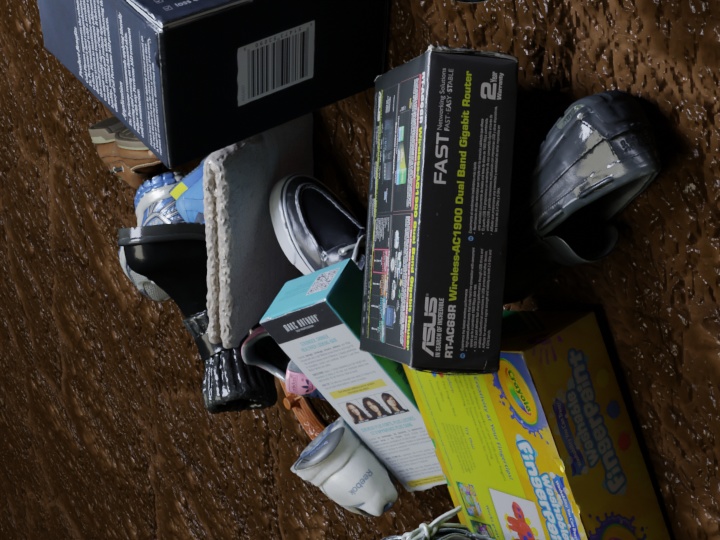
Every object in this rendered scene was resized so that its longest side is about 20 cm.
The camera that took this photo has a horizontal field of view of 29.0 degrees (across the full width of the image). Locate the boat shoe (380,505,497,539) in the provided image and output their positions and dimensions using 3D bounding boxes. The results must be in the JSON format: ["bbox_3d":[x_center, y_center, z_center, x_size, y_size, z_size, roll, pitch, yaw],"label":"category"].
[{"bbox_3d":[0.063,0.219,1.041,0.199,0.073,0.069,8,126,58],"label":"boat shoe"}]

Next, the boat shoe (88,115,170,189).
[{"bbox_3d":[-0.218,-0.123,1.430,0.200,0.071,0.069,21,134,64],"label":"boat shoe"}]

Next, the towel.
[{"bbox_3d":[-0.086,-0.040,1.189,0.034,0.133,0.202,20,132,22],"label":"towel"}]

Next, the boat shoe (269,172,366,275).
[{"bbox_3d":[0.000,0.000,1.138,0.201,0.071,0.068,59,148,3],"label":"boat shoe"}]

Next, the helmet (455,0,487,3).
[{"bbox_3d":[0.054,-0.253,0.737,0.200,0.189,0.203,-34,48,48],"label":"helmet"}]

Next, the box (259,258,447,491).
[{"bbox_3d":[0.016,0.087,1.103,0.082,0.049,0.201,-19,119,44],"label":"box"}]

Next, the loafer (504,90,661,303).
[{"bbox_3d":[0.131,-0.031,0.896,0.071,0.067,0.201,63,149,24],"label":"loafer"}]

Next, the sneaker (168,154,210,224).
[{"bbox_3d":[-0.115,-0.078,1.293,0.079,0.066,0.200,55,152,-3],"label":"sneaker"}]

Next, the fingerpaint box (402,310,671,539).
[{"bbox_3d":[0.127,0.133,1.018,0.166,0.073,0.202,-3,111,61],"label":"fingerpaint box"}]

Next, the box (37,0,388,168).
[{"bbox_3d":[-0.113,-0.203,1.045,0.196,0.198,0.125,43,145,35],"label":"box"}]

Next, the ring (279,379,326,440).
[{"bbox_3d":[-0.037,0.107,1.336,0.200,0.019,0.202,39,141,41],"label":"ring"}]

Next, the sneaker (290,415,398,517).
[{"bbox_3d":[-0.010,0.176,1.203,0.087,0.075,0.200,44,179,2],"label":"sneaker"}]

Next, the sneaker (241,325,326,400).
[{"bbox_3d":[-0.019,0.097,1.209,0.199,0.082,0.071,23,122,36],"label":"sneaker"}]

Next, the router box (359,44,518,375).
[{"bbox_3d":[0.049,-0.038,0.924,0.150,0.061,0.203,-173,86,-78],"label":"router box"}]

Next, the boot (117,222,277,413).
[{"bbox_3d":[-0.141,0.046,1.265,0.079,0.210,0.160,-8,75,30],"label":"boot"}]

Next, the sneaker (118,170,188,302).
[{"bbox_3d":[-0.203,-0.013,1.446,0.201,0.076,0.086,106,145,-57],"label":"sneaker"}]
